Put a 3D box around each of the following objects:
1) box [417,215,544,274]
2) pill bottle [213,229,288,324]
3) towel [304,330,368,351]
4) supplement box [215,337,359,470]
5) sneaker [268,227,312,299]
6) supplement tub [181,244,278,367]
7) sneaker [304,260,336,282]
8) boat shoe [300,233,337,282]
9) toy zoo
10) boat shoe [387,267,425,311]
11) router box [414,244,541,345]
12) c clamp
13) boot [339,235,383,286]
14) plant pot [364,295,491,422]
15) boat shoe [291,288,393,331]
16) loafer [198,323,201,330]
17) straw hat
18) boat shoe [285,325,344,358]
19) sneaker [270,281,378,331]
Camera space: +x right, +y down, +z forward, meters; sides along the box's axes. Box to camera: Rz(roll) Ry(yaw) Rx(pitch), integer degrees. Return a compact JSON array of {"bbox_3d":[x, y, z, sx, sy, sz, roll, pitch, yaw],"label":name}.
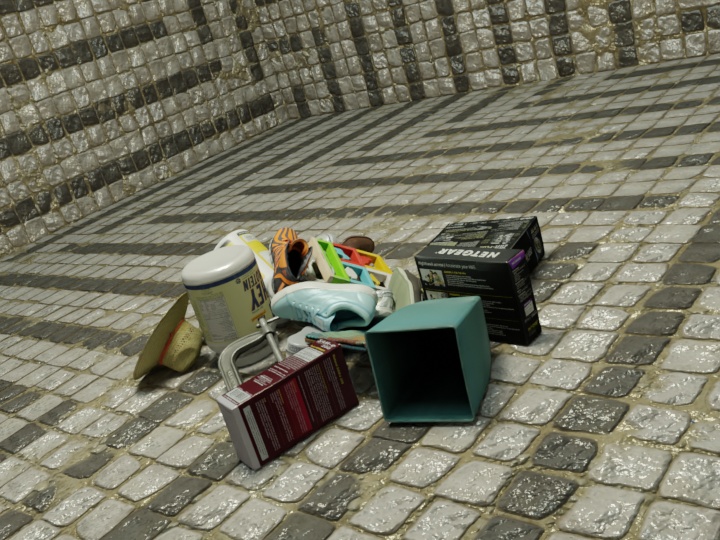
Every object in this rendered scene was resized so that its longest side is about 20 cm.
[{"bbox_3d":[0.237,-0.030,1.525,0.198,0.087,0.164,-3,24,34],"label":"box"},{"bbox_3d":[-0.211,0.016,1.620,0.200,0.112,0.112,43,51,20],"label":"pill bottle"},{"bbox_3d":[0.025,0.112,1.299,0.146,0.022,0.199,2,1,42],"label":"towel"},{"bbox_3d":[-0.107,0.197,1.181,0.199,0.110,0.061,-27,22,-28],"label":"supplement box"},{"bbox_3d":[-0.131,-0.036,1.543,0.077,0.112,0.201,15,41,-20],"label":"sneaker"},{"bbox_3d":[-0.245,0.068,1.494,0.144,0.202,0.145,-15,20,6],"label":"supplement tub"},{"bbox_3d":[-0.075,0.024,1.600,0.073,0.117,0.200,-22,19,-10],"label":"sneaker"},{"bbox_3d":[-0.130,-0.013,1.674,0.066,0.074,0.200,14,-44,-40],"label":"boat shoe"},{"bbox_3d":[0.000,0.000,1.558,0.199,0.021,0.132,14,30,-32],"label":"toy zoo"},{"bbox_3d":[0.097,0.053,1.449,0.060,0.072,0.202,19,20,-13],"label":"boat shoe"},{"bbox_3d":[0.192,0.038,1.296,0.199,0.150,0.051,6,30,46],"label":"router box"},{"bbox_3d":[-0.168,0.155,1.374,0.169,0.027,0.201,-21,41,-5],"label":"c clamp"},{"bbox_3d":[0.007,-0.010,1.700,0.185,0.065,0.199,-15,28,-33],"label":"boot"},{"bbox_3d":[0.120,0.117,1.176,0.140,0.143,0.200,-6,15,26],"label":"plant pot"},{"bbox_3d":[-0.033,0.075,1.461,0.200,0.074,0.065,-7,65,21],"label":"boat shoe"},{"bbox_3d":[-0.271,0.080,1.677,0.199,0.069,0.075,-31,23,-36],"label":"loafer"},{"bbox_3d":[-0.356,0.148,1.537,0.085,0.202,0.201,29,28,0],"label":"straw hat"},{"bbox_3d":[-0.076,0.141,1.362,0.071,0.066,0.200,13,9,13],"label":"boat shoe"},{"bbox_3d":[-0.070,0.070,1.381,0.198,0.074,0.082,-6,38,14],"label":"sneaker"}]
